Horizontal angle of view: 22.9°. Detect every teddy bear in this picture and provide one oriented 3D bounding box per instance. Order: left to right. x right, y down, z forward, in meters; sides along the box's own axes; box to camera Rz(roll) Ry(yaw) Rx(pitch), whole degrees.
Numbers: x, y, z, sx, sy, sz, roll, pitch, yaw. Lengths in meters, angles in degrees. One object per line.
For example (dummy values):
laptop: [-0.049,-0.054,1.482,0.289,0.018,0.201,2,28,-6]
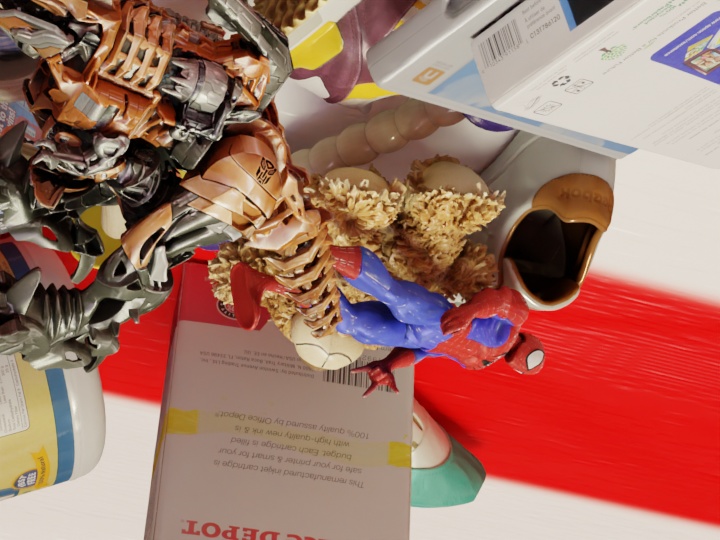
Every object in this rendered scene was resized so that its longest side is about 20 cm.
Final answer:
teddy bear: [0.000,0.000,0.917,0.144,0.067,0.200,1,158,-36]

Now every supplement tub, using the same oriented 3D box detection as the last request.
supplement tub: [-0.256,0.070,0.994,0.199,0.145,0.145,-15,150,-22]

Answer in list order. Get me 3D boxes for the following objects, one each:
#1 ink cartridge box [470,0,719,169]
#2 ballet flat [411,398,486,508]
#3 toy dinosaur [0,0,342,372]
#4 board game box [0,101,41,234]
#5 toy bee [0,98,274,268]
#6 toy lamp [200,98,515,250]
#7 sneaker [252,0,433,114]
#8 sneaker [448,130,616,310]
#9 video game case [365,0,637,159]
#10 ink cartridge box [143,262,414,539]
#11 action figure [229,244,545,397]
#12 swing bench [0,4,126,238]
ink cartridge box: [0.149,-0.093,0.785,0.099,0.039,0.199,-35,150,34]
ballet flat: [-0.001,0.106,1.149,0.199,0.068,0.071,12,129,-15]
toy dinosaur: [-0.070,-0.030,0.609,0.135,0.102,0.200,-31,112,16]
board game box: [-0.283,-0.085,0.908,0.199,0.062,0.200,-12,140,20]
toy bee: [-0.123,-0.047,0.873,0.108,0.131,0.200,20,127,-16]
toy lamp: [-0.011,-0.059,0.925,0.199,0.058,0.058,-23,137,32]
sneaker: [0.042,-0.134,0.811,0.199,0.075,0.090,-20,139,41]
sneaker: [0.075,-0.002,0.976,0.072,0.085,0.200,13,144,-17]
video game case: [0.130,-0.116,0.794,0.182,0.022,0.199,-33,153,33]
ink cartridge box: [-0.048,0.108,1.036,0.144,0.201,0.084,10,144,-9]
action figure: [0.027,0.026,0.875,0.065,0.052,0.199,-37,148,32]
swing bench: [-0.102,-0.158,0.675,0.129,0.200,0.200,18,141,-19]
